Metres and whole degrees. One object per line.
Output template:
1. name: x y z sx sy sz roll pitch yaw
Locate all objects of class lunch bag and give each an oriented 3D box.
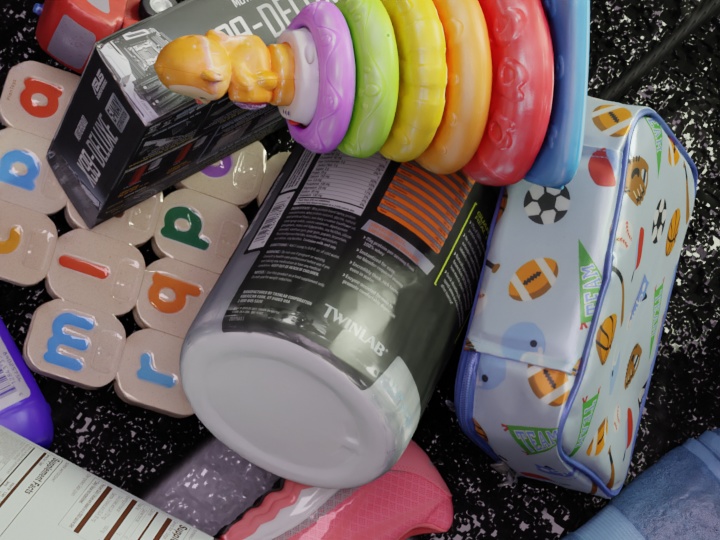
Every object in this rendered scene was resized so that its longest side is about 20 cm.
1. lunch bag: 0.113 0.018 1.191 0.075 0.160 0.201 13 79 22

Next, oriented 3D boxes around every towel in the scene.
1. towel: 0.146 0.180 1.214 0.200 0.049 0.112 -38 84 -9

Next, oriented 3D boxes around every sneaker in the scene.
1. sneaker: -0.034 0.157 1.192 0.200 0.074 0.087 -40 86 -10

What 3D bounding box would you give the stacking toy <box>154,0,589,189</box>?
1. stacking toy: 0.001 -0.092 1.070 0.199 0.116 0.110 -3 105 -22

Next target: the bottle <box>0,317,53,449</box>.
1. bottle: -0.237 0.020 1.204 0.083 0.065 0.200 -29 83 -14

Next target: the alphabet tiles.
1. alphabet tiles: -0.108 -0.027 1.228 0.195 0.015 0.201 18 71 -14

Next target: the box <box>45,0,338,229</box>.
1. box: -0.053 -0.107 1.174 0.200 0.158 0.050 -30 83 -22

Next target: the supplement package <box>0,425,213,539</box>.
1. supplement package: -0.210 0.184 1.098 0.199 0.147 0.192 27 111 2

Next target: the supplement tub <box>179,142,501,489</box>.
1. supplement tub: 0.000 0.000 1.172 0.122 0.123 0.200 28 53 1

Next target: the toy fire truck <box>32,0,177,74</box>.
1. toy fire truck: -0.159 -0.198 1.227 0.141 0.049 0.201 18 52 -15
